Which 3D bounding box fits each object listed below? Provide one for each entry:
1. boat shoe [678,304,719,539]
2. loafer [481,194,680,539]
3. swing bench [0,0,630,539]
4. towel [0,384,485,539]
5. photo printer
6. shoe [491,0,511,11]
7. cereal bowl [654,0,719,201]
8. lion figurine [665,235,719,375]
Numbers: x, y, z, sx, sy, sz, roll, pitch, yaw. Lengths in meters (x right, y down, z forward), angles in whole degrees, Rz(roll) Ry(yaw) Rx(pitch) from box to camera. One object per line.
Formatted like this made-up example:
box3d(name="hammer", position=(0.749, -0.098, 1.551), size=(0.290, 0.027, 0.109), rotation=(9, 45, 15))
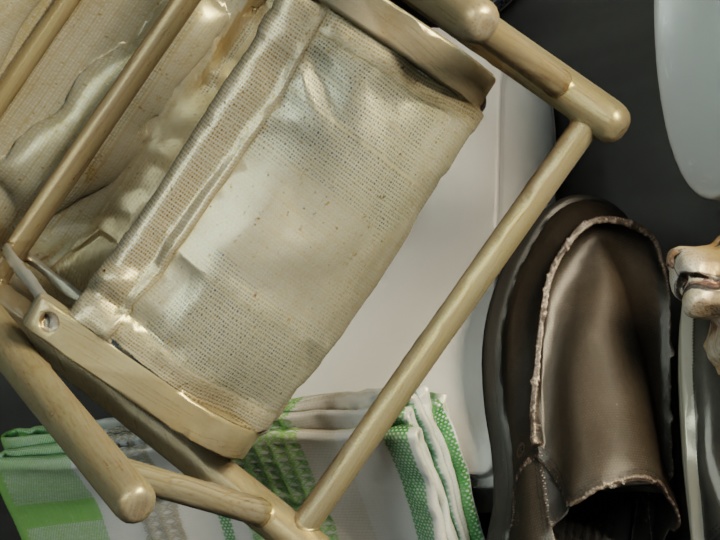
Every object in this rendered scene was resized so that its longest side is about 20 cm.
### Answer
box3d(name="boat shoe", position=(0.145, 0.104, 0.808), size=(0.057, 0.067, 0.201), rotation=(-5, 71, 11))
box3d(name="loafer", position=(0.089, 0.070, 0.818), size=(0.071, 0.073, 0.202), rotation=(-13, 70, 57))
box3d(name="swing bench", position=(-0.054, -0.040, 0.793), size=(0.200, 0.130, 0.199), rotation=(39, 96, 31))
box3d(name="towel", position=(-0.042, 0.123, 0.876), size=(0.199, 0.031, 0.150), rotation=(-8, 107, 28))
box3d(name="photo printer", position=(0.000, 0.000, 0.921), size=(0.165, 0.069, 0.201), rotation=(-7, 69, 28))
box3d(name="shoe", position=(-0.023, -0.171, 0.983), size=(0.199, 0.091, 0.072), rotation=(27, 87, 34))
box3d(name="cereal bowl", position=(0.167, -0.124, 0.817), size=(0.083, 0.200, 0.202), rotation=(1, 70, -6))
box3d(name="lion figurine", position=(0.180, -0.009, 0.724), size=(0.200, 0.072, 0.123), rotation=(-38, 23, 37))
